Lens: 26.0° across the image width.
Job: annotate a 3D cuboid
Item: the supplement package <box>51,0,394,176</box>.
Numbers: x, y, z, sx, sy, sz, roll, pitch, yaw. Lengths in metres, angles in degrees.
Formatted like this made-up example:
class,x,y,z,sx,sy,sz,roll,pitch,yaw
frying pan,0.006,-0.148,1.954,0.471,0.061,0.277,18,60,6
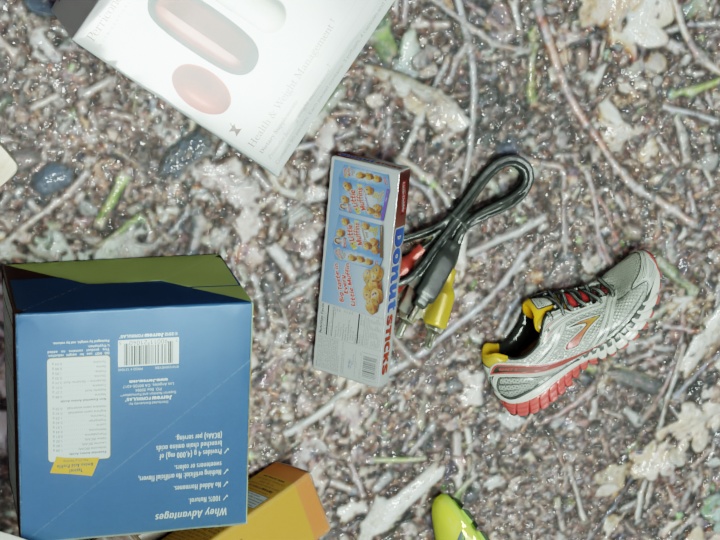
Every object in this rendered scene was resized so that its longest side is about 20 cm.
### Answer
class,x,y,z,sx,sy,sz,roll,pitch,yaw
supplement package,-0.108,-0.221,1.248,0.199,0.147,0.192,31,97,-25

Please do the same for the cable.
class,x,y,z,sx,sy,sz,roll,pitch,yaw
cable,0.077,-0.032,1.440,0.097,0.050,0.201,33,84,-7

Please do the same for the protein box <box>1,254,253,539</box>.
class,x,y,z,sx,sy,sz,roll,pitch,yaw
protein box,-0.201,0.106,1.334,0.196,0.135,0.203,-3,109,-17

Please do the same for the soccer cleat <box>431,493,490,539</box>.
class,x,y,z,sx,sy,sz,roll,pitch,yaw
soccer cleat,0.101,0.313,1.538,0.083,0.065,0.202,-24,113,-6

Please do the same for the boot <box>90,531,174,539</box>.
class,x,y,z,sx,sy,sz,roll,pitch,yaw
boot,-0.205,0.313,1.440,0.186,0.064,0.201,-43,119,-15

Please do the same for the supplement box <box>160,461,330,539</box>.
class,x,y,z,sx,sy,sz,roll,pitch,yaw
supplement box,-0.125,0.253,1.407,0.199,0.068,0.067,-32,113,-32

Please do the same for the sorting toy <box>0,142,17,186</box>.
class,x,y,z,sx,sy,sz,roll,pitch,yaw
sorting toy,-0.409,-0.086,1.241,0.199,0.070,0.199,-40,115,-2

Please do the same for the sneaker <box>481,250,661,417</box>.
class,x,y,z,sx,sy,sz,roll,pitch,yaw
sneaker,0.200,0.049,1.473,0.200,0.078,0.082,-41,113,-1

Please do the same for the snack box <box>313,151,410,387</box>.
class,x,y,z,sx,sy,sz,roll,pitch,yaw
snack box,0.000,0.000,1.399,0.024,0.071,0.203,-22,122,-57

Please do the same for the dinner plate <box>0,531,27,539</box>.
class,x,y,z,sx,sy,sz,roll,pitch,yaw
dinner plate,-0.289,0.273,1.342,0.199,0.199,0.024,34,59,-24
